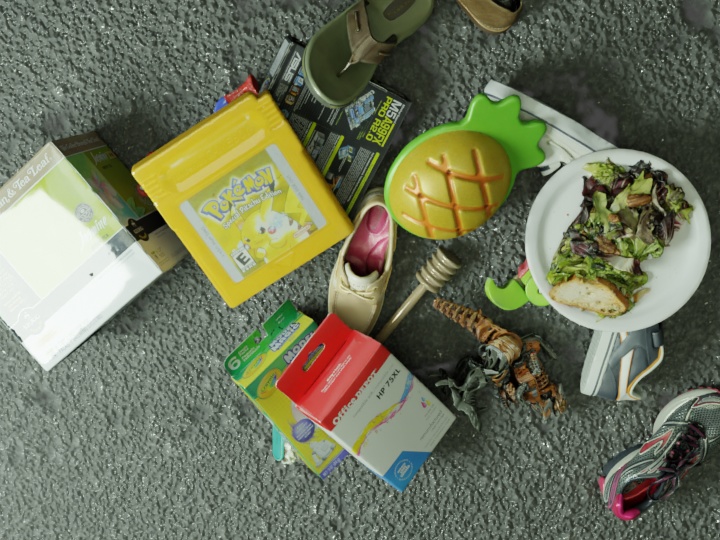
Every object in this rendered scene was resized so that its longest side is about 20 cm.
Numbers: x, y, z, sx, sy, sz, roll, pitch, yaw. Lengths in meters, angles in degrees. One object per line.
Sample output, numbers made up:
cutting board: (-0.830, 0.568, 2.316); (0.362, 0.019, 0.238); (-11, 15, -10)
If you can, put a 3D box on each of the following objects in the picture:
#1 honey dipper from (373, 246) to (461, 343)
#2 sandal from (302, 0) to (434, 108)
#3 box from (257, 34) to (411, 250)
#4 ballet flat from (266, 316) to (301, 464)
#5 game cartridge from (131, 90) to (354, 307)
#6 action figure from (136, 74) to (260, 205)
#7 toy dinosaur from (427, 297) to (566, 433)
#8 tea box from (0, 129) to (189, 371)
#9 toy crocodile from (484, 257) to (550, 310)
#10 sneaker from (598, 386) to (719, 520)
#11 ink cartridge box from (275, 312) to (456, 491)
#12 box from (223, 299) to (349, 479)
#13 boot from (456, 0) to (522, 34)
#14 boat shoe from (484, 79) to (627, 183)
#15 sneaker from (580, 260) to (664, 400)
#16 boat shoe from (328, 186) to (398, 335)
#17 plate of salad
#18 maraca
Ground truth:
honey dipper: (0.048, 0.056, 1.157); (0.038, 0.038, 0.200); (38, 107, -3)
sandal: (0.010, -0.261, 1.025); (0.080, 0.057, 0.201); (44, 71, -11)
box: (-0.057, -0.144, 1.089); (0.159, 0.044, 0.201); (22, 107, -21)
ballet flat: (-0.083, 0.146, 1.189); (0.071, 0.072, 0.202); (1, 106, 7)
game cartridge: (-0.129, -0.080, 1.060); (0.175, 0.032, 0.201); (-32, 117, 3)
action figure: (-0.183, -0.132, 1.109); (0.199, 0.100, 0.065); (-33, 143, 15)
toy dinosaur: (0.160, 0.115, 1.144); (0.136, 0.102, 0.200); (-43, 77, 0)
tea box: (-0.350, -0.027, 1.136); (0.199, 0.134, 0.197); (-38, 98, 14)
toy crocodile: (0.236, -0.017, 1.098); (0.199, 0.068, 0.062); (-37, 96, 14)
sneaker: (0.377, 0.227, 1.137); (0.080, 0.075, 0.200); (39, 105, -4)
ink cartridge box: (0.008, 0.156, 1.112); (0.200, 0.067, 0.116); (45, 77, -31)
box: (-0.066, 0.142, 1.130); (0.117, 0.048, 0.200); (-44, 118, -14)
boot: (0.099, -0.342, 1.025); (0.199, 0.075, 0.074); (38, 90, -4)
boat shoe: (0.219, -0.143, 1.072); (0.199, 0.071, 0.070); (29, 103, -7)
sneaker: (0.320, 0.060, 1.103); (0.079, 0.079, 0.202); (13, 113, 7)
boat shoe: (0.000, 0.000, 1.131); (0.073, 0.069, 0.202); (13, 105, 4)
plate of salad: (0.279, -0.033, 1.027); (0.198, 0.048, 0.202); (0, 91, 13)
maraca: (0.116, -0.113, 1.052); (0.137, 0.107, 0.200); (36, 117, -29)
